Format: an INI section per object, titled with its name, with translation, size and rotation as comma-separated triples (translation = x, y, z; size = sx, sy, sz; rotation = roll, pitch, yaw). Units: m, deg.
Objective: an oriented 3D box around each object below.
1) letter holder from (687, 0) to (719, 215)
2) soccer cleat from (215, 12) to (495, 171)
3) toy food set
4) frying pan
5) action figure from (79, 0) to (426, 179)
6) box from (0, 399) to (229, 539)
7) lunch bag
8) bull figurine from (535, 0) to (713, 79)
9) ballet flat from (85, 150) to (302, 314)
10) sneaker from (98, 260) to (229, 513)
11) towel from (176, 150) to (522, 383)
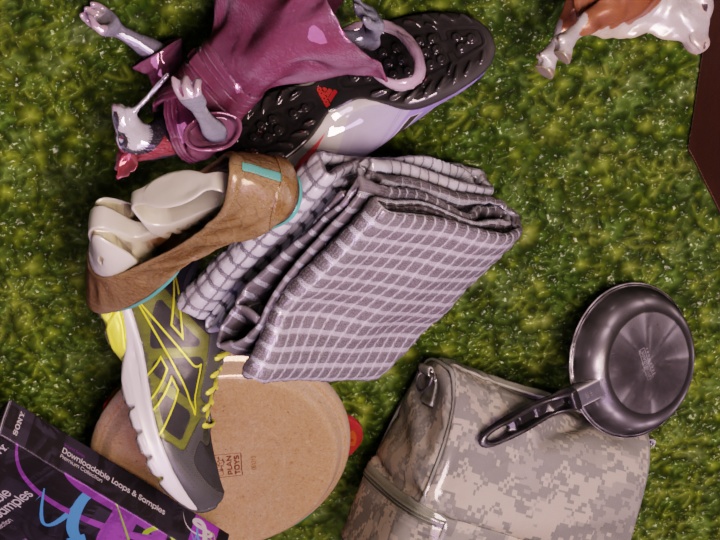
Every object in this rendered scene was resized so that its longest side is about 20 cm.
[letter holder]
translation = 0.293, -0.127, 1.541
size = 0.100, 0.142, 0.200
rotation = -3, 127, -8
[soccer cleat]
translation = 0.000, -0.108, 1.561
size = 0.200, 0.068, 0.073
rotation = -28, 154, 3
[toy food set]
translation = -0.100, 0.130, 1.723
size = 0.198, 0.049, 0.200
rotation = -18, 127, 4
[frying pan]
translation = 0.171, 0.067, 1.687
size = 0.190, 0.031, 0.115
rotation = -2, 95, -33
[action figure]
translation = -0.085, -0.129, 1.502
size = 0.200, 0.134, 0.149
rotation = -43, 138, 16
[box]
translation = -0.217, 0.183, 1.707
size = 0.200, 0.036, 0.143
rotation = 35, 135, -21
[lunch bag]
translation = 0.108, 0.165, 1.732
size = 0.200, 0.139, 0.168
rotation = 19, 97, -22
[bull figurine]
translation = 0.146, -0.197, 1.499
size = 0.121, 0.065, 0.200
rotation = -48, 118, -15
[ballet flat]
translation = -0.128, -0.030, 1.505
size = 0.200, 0.068, 0.072
rotation = -22, 147, 37
[sneaker]
translation = -0.123, 0.069, 1.613
size = 0.085, 0.074, 0.200
rotation = -18, 97, 2
[towel]
translation = 0.000, 0.000, 1.571
size = 0.166, 0.086, 0.200
rotation = -45, 155, 24
